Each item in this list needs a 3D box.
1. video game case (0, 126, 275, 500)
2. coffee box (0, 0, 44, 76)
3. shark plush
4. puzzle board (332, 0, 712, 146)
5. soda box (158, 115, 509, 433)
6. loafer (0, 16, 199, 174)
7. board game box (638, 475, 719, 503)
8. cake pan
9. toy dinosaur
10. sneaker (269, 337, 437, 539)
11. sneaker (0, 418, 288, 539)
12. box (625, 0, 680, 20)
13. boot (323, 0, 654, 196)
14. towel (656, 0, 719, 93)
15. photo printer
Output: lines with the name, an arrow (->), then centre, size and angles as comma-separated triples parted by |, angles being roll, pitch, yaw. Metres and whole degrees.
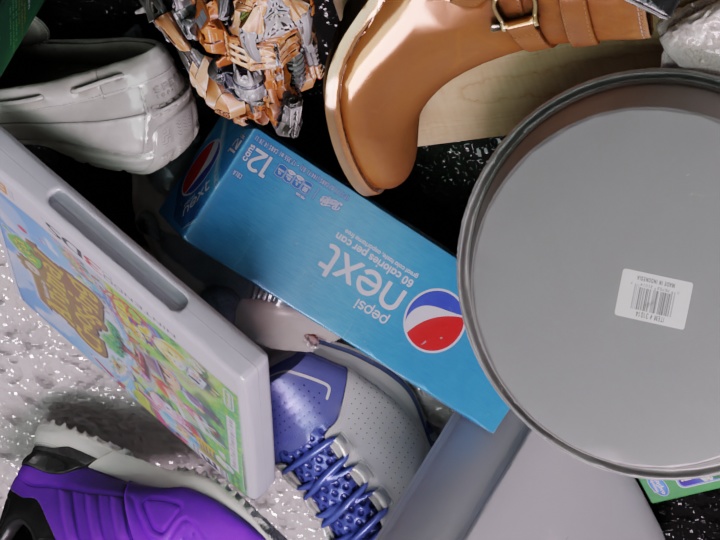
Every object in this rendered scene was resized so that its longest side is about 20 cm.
video game case -> -0.117, 0.027, 1.356 | 0.182, 0.022, 0.200 | 40, 164, 14
coffee box -> -0.222, -0.124, 1.250 | 0.123, 0.200, 0.044 | 9, 127, 9
shark plush -> -0.075, -0.041, 1.393 | 0.083, 0.091, 0.200 | -25, 99, 8
puzzle board -> 0.086, -0.135, 1.283 | 0.200, 0.017, 0.151 | -7, 125, 19
soda box -> 0.000, 0.000, 1.352 | 0.200, 0.064, 0.068 | 33, 93, -20
loafer -> -0.172, -0.098, 1.333 | 0.200, 0.070, 0.070 | 7, 126, 25
board game box -> 0.175, 0.029, 1.384 | 0.134, 0.029, 0.200 | -16, 123, 26
cake pan -> 0.140, 0.006, 1.250 | 0.200, 0.037, 0.201 | 3, 102, 13
toy dinosaur -> -0.062, -0.116, 1.240 | 0.136, 0.102, 0.200 | 66, 150, 12
sneaker -> 0.009, 0.136, 1.457 | 0.080, 0.115, 0.199 | -31, 115, 32
sneaker -> -0.125, 0.158, 1.472 | 0.200, 0.100, 0.070 | 16, 156, 39
box -> 0.083, -0.223, 1.147 | 0.200, 0.049, 0.160 | 25, 101, -7
boot -> 0.061, -0.115, 1.250 | 0.154, 0.074, 0.200 | 3, 131, 7
towel -> 0.249, -0.108, 1.238 | 0.200, 0.035, 0.133 | -29, 119, 25
photo printer -> 0.076, 0.170, 1.407 | 0.069, 0.200, 0.167 | 2, 134, 40
